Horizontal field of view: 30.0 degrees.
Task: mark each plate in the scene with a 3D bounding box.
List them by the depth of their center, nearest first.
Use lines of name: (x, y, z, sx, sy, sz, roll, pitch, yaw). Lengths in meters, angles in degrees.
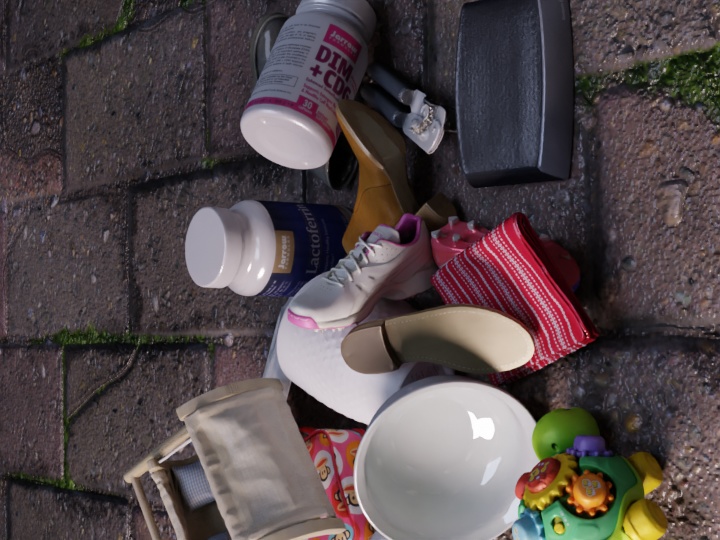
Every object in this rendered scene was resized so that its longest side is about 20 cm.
plate: (-0.104, 0.132, 1.669, 0.200, 0.032, 0.201, -91, 17, -73)

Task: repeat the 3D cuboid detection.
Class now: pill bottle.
pill bottle: (-0.056, -0.230, 1.582, 0.113, 0.113, 0.201, -16, 46, 52)
pill bottle: (-0.103, -0.026, 1.623, 0.115, 0.199, 0.117, -1, 89, 53)

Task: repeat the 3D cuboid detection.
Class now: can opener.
can opener: (0.059, -0.184, 1.535, 0.200, 0.066, 0.053, 45, 120, 54)

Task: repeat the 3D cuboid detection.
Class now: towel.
towel: (0.149, 0.035, 1.357, 0.145, 0.022, 0.200, 59, 151, 5)

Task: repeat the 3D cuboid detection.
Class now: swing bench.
swing bench: (-0.147, 0.260, 1.532, 0.200, 0.129, 0.200, -50, 55, 36)

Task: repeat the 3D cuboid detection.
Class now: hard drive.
hard drive: (0.156, -0.191, 1.399, 0.134, 0.042, 0.201, -2, 87, 41)

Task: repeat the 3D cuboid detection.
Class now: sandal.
sandal: (0.085, 0.060, 1.389, 0.211, 0.070, 0.078, -7, 112, 26)

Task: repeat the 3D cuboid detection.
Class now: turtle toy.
turtle toy: (0.202, 0.207, 1.264, 0.146, 0.101, 0.200, -40, 15, 25)

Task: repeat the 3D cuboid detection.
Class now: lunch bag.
lunch bag: (-0.053, 0.273, 1.594, 0.200, 0.082, 0.177, -41, 56, 45)

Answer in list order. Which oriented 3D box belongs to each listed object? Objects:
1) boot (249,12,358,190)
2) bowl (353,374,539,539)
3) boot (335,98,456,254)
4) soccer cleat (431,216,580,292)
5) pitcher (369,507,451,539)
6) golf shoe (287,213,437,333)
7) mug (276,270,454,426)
boot: (-0.069, -0.215, 1.691, 0.200, 0.072, 0.183, 38, 132, 54)
bowl: (0.084, 0.187, 1.403, 0.090, 0.200, 0.202, -116, 39, -67)
boot: (0.010, -0.082, 1.542, 0.201, 0.071, 0.144, 50, 132, 10)
soccer cleat: (0.154, -0.001, 1.407, 0.199, 0.067, 0.077, 20, 140, 44)
pitcher: (0.068, 0.369, 1.471, 0.171, 0.121, 0.201, 40, 133, 23)
golf shoe: (0.000, 0.000, 1.435, 0.075, 0.199, 0.092, 23, 126, 41)
mug: (0.019, 0.118, 1.523, 0.175, 0.147, 0.201, 28, 142, 43)
